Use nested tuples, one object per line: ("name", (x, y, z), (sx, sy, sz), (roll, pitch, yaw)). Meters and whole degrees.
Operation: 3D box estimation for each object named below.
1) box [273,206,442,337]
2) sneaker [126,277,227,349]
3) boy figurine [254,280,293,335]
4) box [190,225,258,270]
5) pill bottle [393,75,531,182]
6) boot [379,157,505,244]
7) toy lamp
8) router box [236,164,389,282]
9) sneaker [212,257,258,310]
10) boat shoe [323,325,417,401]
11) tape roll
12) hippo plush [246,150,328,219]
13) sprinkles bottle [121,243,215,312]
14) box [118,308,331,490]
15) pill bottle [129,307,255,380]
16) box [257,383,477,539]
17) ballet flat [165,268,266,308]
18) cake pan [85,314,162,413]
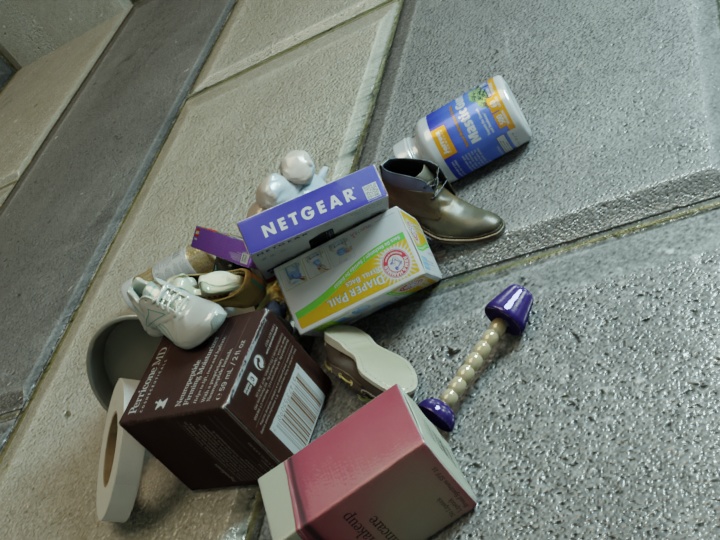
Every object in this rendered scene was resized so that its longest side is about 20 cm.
("box", (-0.002, 0.005, 1.340), (0.199, 0.112, 0.102), (-26, 78, 12))
("sneaker", (-0.258, 0.054, 1.301), (0.199, 0.080, 0.071), (4, 47, 47))
("boy figurine", (-0.127, 0.067, 1.427), (0.125, 0.064, 0.200), (-62, 4, 15))
("box", (-0.165, -0.025, 1.520), (0.199, 0.136, 0.039), (18, 92, 52))
("pill bottle", (0.155, -0.207, 1.485), (0.199, 0.112, 0.112), (-28, 34, 15))
("boot", (0.110, -0.101, 1.375), (0.199, 0.097, 0.075), (12, 48, 27))
("toy lamp", (0.146, 0.102, 1.171), (0.200, 0.058, 0.058), (-51, 35, -17))
("router box", (-0.059, -0.060, 1.317), (0.199, 0.049, 0.180), (-24, -12, -2))
("sneaker", (-0.206, 0.037, 1.601), (0.080, 0.075, 0.200), (-58, 32, 22))
("boat shoe", (0.010, 0.135, 1.259), (0.071, 0.060, 0.200), (-7, 23, -30))
("tape roll", (-0.342, 0.256, 1.371), (0.203, 0.037, 0.205), (-169, 90, -70))
("hippo plush", (-0.073, -0.077, 1.515), (0.161, 0.200, 0.160), (40, 94, 14))
("sprinkles bottle", (-0.342, 0.007, 1.754), (0.199, 0.068, 0.068), (-29, 33, 14))
("box", (-0.178, 0.178, 1.292), (0.199, 0.165, 0.167), (-14, 40, 34))
("pill bottle", (-0.263, 0.102, 1.495), (0.199, 0.109, 0.110), (-34, 31, 24))
("box", (0.006, 0.246, 1.062), (0.199, 0.128, 0.109), (-36, 33, 6))
("ballet flat", (-0.234, 0.024, 1.397), (0.198, 0.063, 0.069), (-8, 59, 18))
("cake pan", (-0.319, 0.154, 1.450), (0.199, 0.201, 0.037), (-23, 13, 23))
